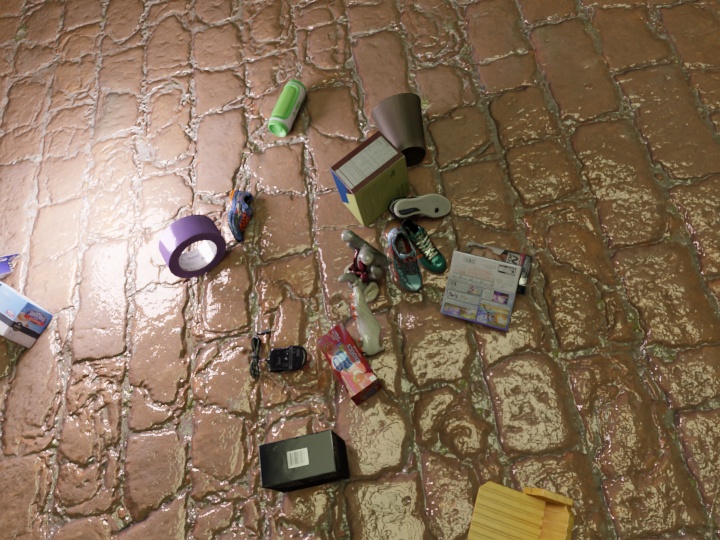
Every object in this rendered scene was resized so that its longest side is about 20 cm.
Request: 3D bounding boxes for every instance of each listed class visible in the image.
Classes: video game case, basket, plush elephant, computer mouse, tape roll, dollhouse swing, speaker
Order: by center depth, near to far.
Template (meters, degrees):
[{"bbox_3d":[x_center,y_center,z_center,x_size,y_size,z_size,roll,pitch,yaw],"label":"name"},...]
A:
[{"bbox_3d":[0.371,0.608,1.328,0.172,0.182,0.204,21,70,-2],"label":"dollhouse swing"},{"bbox_3d":[0.343,0.055,1.607,0.195,0.045,0.186,14,96,18],"label":"video game case"},{"bbox_3d":[-0.241,0.241,1.688,0.195,0.046,0.144,-13,67,19],"label":"computer mouse"},{"bbox_3d":[0.000,0.000,1.694,0.156,0.198,0.165,-53,51,10],"label":"plush elephant"},{"bbox_3d":[-0.537,-0.076,1.806,0.198,0.201,0.085,-37,64,-7],"label":"tape roll"},{"bbox_3d":[0.143,-0.463,1.883,0.176,0.136,0.204,-17,67,7],"label":"basket"},{"bbox_3d":[-0.266,-0.591,2.051,0.086,0.089,0.204,14,69,17],"label":"speaker"}]

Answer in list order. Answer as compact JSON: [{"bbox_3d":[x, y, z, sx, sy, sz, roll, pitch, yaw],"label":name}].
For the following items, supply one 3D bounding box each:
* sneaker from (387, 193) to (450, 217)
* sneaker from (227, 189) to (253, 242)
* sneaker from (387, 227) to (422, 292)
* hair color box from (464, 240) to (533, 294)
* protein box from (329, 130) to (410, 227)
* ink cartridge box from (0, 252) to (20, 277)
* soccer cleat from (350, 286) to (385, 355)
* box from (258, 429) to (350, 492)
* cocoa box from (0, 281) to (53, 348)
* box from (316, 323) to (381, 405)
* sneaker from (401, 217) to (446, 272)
[{"bbox_3d":[0.180,-0.211,1.791,0.195,0.112,0.075,-3,104,-20],"label":"sneaker"},{"bbox_3d":[-0.403,-0.190,1.903,0.076,0.076,0.205,-6,66,5],"label":"sneaker"},{"bbox_3d":[0.133,-0.028,1.673,0.078,0.096,0.204,-22,93,-5],"label":"sneaker"},{"bbox_3d":[0.398,-0.009,1.658,0.195,0.061,0.102,14,69,18],"label":"hair color box"},{"bbox_3d":[0.036,-0.287,1.783,0.199,0.199,0.135,-37,64,-7],"label":"protein box"},{"bbox_3d":[-1.272,0.022,1.930,0.199,0.199,0.041,-39,102,-4],"label":"ink cartridge box"},{"bbox_3d":[0.020,0.144,1.643,0.076,0.069,0.206,-12,90,-6],"label":"soccer cleat"},{"bbox_3d":[-0.143,0.501,1.469,0.195,0.183,0.106,-13,63,5],"label":"box"},{"bbox_3d":[-1.162,0.141,1.875,0.197,0.134,0.133,25,72,21],"label":"cocoa box"},{"bbox_3d":[-0.032,0.266,1.599,0.094,0.100,0.202,-33,64,-5],"label":"box"},{"bbox_3d":[0.187,-0.078,1.721,0.071,0.080,0.201,-37,64,-7],"label":"sneaker"}]
